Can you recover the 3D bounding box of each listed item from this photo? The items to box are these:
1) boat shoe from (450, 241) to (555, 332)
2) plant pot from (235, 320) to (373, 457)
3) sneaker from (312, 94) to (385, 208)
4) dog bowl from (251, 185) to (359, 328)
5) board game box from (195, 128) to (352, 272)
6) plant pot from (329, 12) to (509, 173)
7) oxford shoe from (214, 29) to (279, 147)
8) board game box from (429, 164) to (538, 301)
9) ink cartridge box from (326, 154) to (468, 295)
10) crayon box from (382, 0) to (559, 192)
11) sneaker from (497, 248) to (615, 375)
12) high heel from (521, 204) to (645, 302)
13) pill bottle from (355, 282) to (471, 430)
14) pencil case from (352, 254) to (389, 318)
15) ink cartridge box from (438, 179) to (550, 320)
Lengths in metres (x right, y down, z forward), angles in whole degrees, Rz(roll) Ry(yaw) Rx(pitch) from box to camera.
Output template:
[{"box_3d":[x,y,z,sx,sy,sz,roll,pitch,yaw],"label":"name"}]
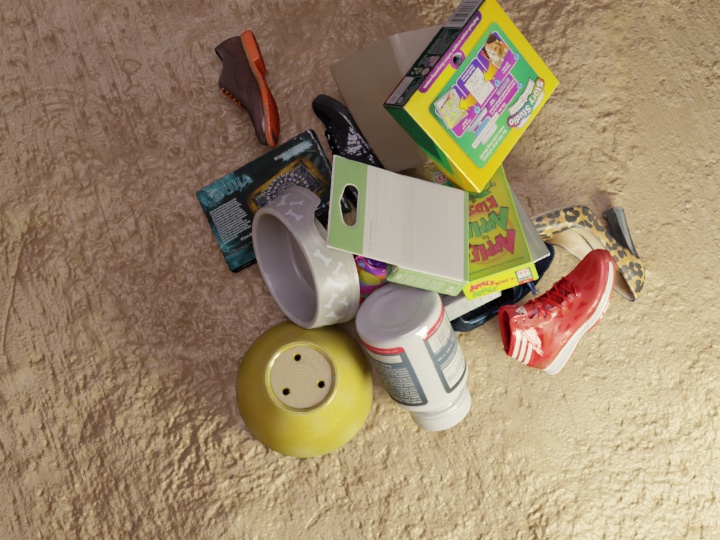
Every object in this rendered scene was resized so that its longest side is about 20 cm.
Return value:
[{"box_3d":[0.211,0.025,1.682,0.200,0.069,0.084,-45,94,-13],"label":"boat shoe"},{"box_3d":[-0.080,0.155,1.623,0.199,0.142,0.201,0,78,0],"label":"plant pot"},{"box_3d":[-0.020,-0.163,1.730,0.200,0.060,0.104,42,77,4],"label":"sneaker"},{"box_3d":[-0.080,-0.012,1.588,0.059,0.200,0.200,-23,79,-27],"label":"dog bowl"},{"box_3d":[-0.128,-0.101,1.706,0.200,0.028,0.136,-27,79,11],"label":"board game box"},{"box_3d":[0.102,-0.243,1.667,0.200,0.200,0.178,-16,94,-28],"label":"plant pot"},{"box_3d":[-0.169,-0.262,1.742,0.072,0.071,0.200,-18,62,3],"label":"oxford shoe"},{"box_3d":[0.169,-0.066,1.620,0.101,0.048,0.200,-18,56,9],"label":"board game box"},{"box_3d":[0.046,-0.058,1.535,0.199,0.048,0.146,13,59,-16],"label":"ink cartridge box"},{"box_3d":[0.151,-0.236,1.562,0.173,0.058,0.200,45,76,-31],"label":"crayon box"},{"box_3d":[0.267,0.050,1.631,0.115,0.078,0.200,17,106,-26],"label":"sneaker"},{"box_3d":[0.320,-0.019,1.674,0.199,0.071,0.143,-4,72,-27],"label":"high heel"},{"box_3d":[0.080,0.122,1.599,0.119,0.200,0.120,-15,38,12],"label":"pill bottle"},{"box_3d":[0.000,0.000,1.625,0.088,0.200,0.089,7,64,-14],"label":"pencil case"},{"box_3d":[0.154,-0.047,1.668,0.173,0.044,0.200,-26,55,2],"label":"ink cartridge box"}]
